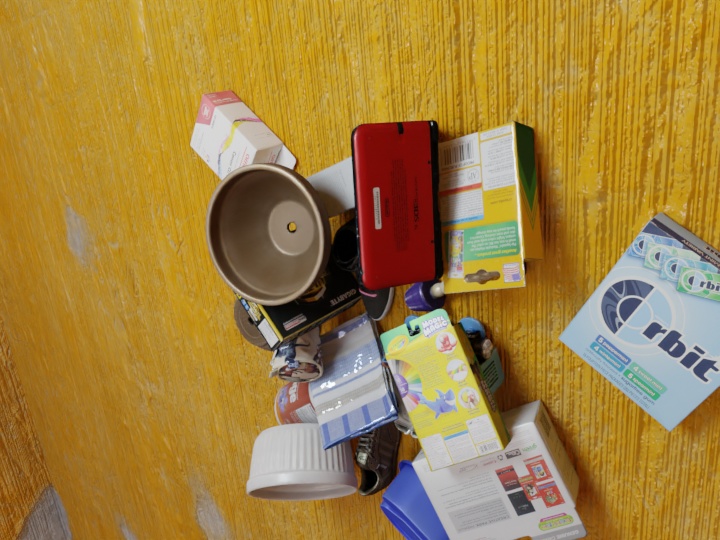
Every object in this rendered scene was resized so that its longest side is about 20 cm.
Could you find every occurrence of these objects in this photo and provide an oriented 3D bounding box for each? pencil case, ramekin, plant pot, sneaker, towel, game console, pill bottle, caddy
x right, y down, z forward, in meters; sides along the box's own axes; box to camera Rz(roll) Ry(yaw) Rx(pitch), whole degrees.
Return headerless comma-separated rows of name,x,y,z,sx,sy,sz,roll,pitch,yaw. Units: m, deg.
pencil case,-0.117,0.088,1.076,0.078,0.089,0.202,-49,42,49
ramekin,-0.106,0.348,1.139,0.200,0.199,0.106,-36,48,45
plant pot,-0.177,0.081,1.208,0.199,0.092,0.203,18,119,36
sneaker,0.027,0.321,1.136,0.070,0.075,0.202,13,117,38
towel,-0.021,0.178,1.042,0.146,0.024,0.201,-27,52,14
sneaker,0.000,0.000,1.003,0.070,0.099,0.202,15,119,35
game console,0.049,-0.091,0.829,0.118,0.171,0.202,17,114,62
sneaker,0.100,0.246,1.028,0.200,0.087,0.075,39,128,22
pill bottle,-0.066,0.233,1.158,0.200,0.112,0.113,-35,84,45
plant pot,-0.120,-0.057,0.925,0.199,0.093,0.203,6,103,25
caddy,0.125,0.414,1.070,0.200,0.105,0.142,41,153,21

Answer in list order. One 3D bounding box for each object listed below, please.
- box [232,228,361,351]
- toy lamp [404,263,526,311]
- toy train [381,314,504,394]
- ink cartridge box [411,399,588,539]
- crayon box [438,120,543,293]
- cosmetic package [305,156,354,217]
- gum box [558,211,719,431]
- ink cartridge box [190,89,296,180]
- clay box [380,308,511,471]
box,-0.108,0.020,1.040,0.160,0.199,0.049,54,136,11
toy lamp,0.142,0.017,0.908,0.199,0.058,0.059,-27,89,46
toy train,0.120,0.136,0.964,0.199,0.086,0.115,-2,113,43
ink cartridge box,0.206,0.312,0.917,0.199,0.084,0.177,-26,90,25
crayon box,0.163,-0.075,0.811,0.125,0.051,0.203,-7,84,44
cosmetic package,-0.008,-0.132,0.952,0.199,0.101,0.075,-13,100,47
gum box,0.358,0.063,0.737,0.170,0.044,0.201,42,132,22
ink cartridge box,-0.213,-0.213,1.127,0.200,0.067,0.117,45,133,18
clay box,0.114,0.162,0.871,0.114,0.047,0.202,-25,80,26
